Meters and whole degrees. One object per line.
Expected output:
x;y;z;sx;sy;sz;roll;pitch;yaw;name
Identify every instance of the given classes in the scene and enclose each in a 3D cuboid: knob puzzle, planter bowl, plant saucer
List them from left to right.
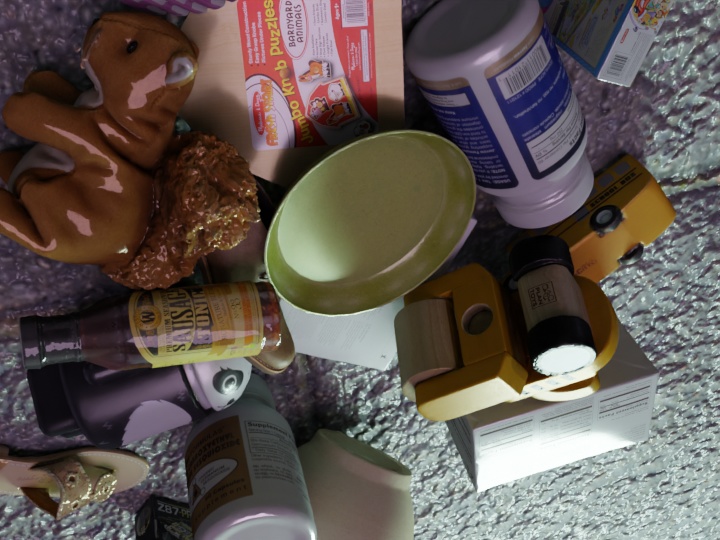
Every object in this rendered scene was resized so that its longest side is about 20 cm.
-0.065;-0.165;0.691;0.219;0.030;0.220;-2;117;-4;knob puzzle
-0.020;0.263;0.940;0.200;0.200;0.135;27;87;-32;planter bowl
0.006;-0.043;0.723;0.200;0.031;0.200;-17;137;-16;plant saucer

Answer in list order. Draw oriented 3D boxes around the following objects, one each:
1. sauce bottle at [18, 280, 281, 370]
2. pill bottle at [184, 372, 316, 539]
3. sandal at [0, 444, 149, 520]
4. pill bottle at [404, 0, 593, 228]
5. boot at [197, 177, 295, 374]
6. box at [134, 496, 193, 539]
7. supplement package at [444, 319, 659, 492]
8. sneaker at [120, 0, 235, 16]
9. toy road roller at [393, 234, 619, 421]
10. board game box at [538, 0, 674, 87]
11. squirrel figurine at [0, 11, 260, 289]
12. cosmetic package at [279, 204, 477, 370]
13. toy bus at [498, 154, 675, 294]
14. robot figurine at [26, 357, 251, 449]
-0.165;0.048;0.667;0.200;0.066;0.066;-8;127;-21;sauce bottle
-0.118;0.199;0.837;0.114;0.200;0.115;-9;128;-11;pill bottle
-0.330;0.233;0.878;0.211;0.070;0.078;12;121;-25;sandal
0.129;-0.137;0.722;0.116;0.116;0.200;-31;128;6;pill bottle
-0.095;0.005;0.740;0.075;0.074;0.200;-15;113;20;boot
-0.160;0.358;0.966;0.200;0.161;0.049;26;115;-33;box
0.189;0.121;0.904;0.200;0.156;0.111;-15;131;-7;supplement package
-0.097;-0.251;0.598;0.200;0.089;0.080;-16;175;17;sneaker
0.145;0.073;0.793;0.200;0.123;0.146;-22;140;22;toy road roller
0.209;-0.263;0.643;0.034;0.135;0.200;7;123;-23;board game box
-0.168;-0.091;0.641;0.200;0.142;0.187;36;97;-16;squirrel figurine
0.000;0.000;0.824;0.151;0.052;0.200;17;119;-25;cosmetic package
0.221;-0.025;0.857;0.200;0.078;0.065;-38;126;12;toy bus
-0.201;0.095;0.781;0.200;0.150;0.125;-19;116;-3;robot figurine
